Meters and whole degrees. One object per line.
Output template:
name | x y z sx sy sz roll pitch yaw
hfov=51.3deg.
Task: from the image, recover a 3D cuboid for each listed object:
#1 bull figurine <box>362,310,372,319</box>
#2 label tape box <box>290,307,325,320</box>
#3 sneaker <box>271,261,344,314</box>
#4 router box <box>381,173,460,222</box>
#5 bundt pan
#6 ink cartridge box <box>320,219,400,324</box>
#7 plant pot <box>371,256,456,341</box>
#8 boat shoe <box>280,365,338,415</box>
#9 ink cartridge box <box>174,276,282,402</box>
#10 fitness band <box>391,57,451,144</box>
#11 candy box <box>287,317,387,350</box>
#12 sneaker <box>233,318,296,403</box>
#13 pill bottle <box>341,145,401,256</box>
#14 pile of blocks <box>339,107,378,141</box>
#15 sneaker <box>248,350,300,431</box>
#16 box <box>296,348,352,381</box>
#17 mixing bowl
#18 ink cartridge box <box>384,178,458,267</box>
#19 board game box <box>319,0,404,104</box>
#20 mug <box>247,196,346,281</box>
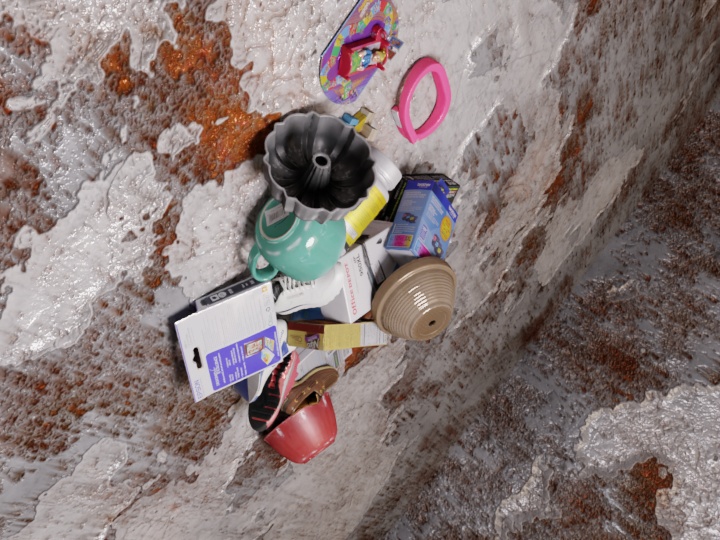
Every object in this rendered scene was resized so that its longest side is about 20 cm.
bull figurine | 0.033 0.101 1.838 0.123 0.064 0.200 -58 176 25
label tape box | -0.058 0.049 1.673 0.198 0.066 0.146 -26 142 -45
sneaker | -0.118 0.033 1.470 0.197 0.078 0.080 -26 151 28
router box | 0.137 -0.145 1.760 0.198 0.062 0.152 -11 131 -53
bundt pan | -0.074 -0.165 1.272 0.200 0.203 0.076 -35 167 -30
ink cartridge box | 0.000 0.000 1.580 0.199 0.083 0.148 -33 120 -41
plant pot | 0.128 0.078 1.564 0.197 0.093 0.204 -20 138 -19
boat shoe | -0.117 0.288 1.766 0.198 0.067 0.073 -20 139 -47
ink cartridge box | -0.250 0.128 1.424 0.197 0.043 0.202 -24 129 -26
fitness band | 0.130 -0.346 1.545 0.144 0.037 0.200 -50 154 -7
candy box | -0.047 0.133 1.601 0.197 0.115 0.058 2 90 -48
sneaker | -0.192 0.183 1.598 0.114 0.080 0.203 -11 130 -50
pill bottle | -0.016 -0.139 1.467 0.201 0.114 0.114 -50 153 -6
pile of blocks | -0.034 -0.231 1.388 0.200 0.062 0.083 -46 153 -15
sneaker | -0.179 0.264 1.659 0.087 0.072 0.204 48 59 -57
box | -0.106 0.215 1.817 0.199 0.041 0.157 -43 151 -23
mixing bowl | -0.130 0.403 1.851 0.198 0.109 0.200 -35 169 -8
ink cartridge box | 0.138 -0.100 1.615 0.136 0.075 0.204 44 57 -47
board game box | 0.011 -0.378 1.311 0.202 0.039 0.158 -55 153 1
mug | -0.122 -0.058 1.341 0.114 0.150 0.188 36 79 -52
